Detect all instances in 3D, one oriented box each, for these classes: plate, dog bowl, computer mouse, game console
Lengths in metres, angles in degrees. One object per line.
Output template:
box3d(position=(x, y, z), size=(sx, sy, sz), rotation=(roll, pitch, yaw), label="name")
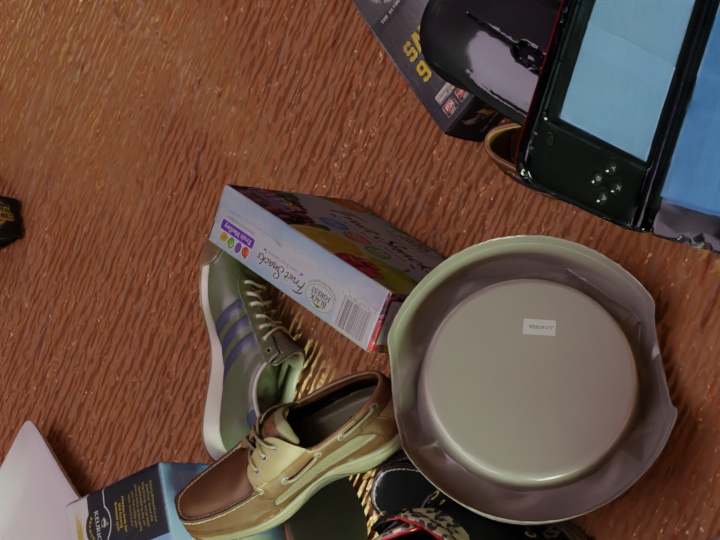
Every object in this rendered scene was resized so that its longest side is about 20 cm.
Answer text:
box3d(position=(-0.305, 0.279, 1.586), size=(0.200, 0.032, 0.200), rotation=(47, 117, 37), label="plate")
box3d(position=(0.114, 0.079, 1.126), size=(0.198, 0.059, 0.202), rotation=(-1, 66, 3), label="dog bowl")
box3d(position=(0.109, -0.161, 1.158), size=(0.200, 0.053, 0.139), rotation=(33, 91, 41), label="computer mouse")
box3d(position=(0.214, -0.122, 1.045), size=(0.118, 0.172, 0.201), rotation=(13, 85, 53), label="game console")

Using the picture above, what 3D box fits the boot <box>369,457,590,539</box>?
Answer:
box3d(position=(0.048, 0.179, 1.175), size=(0.203, 0.153, 0.074), rotation=(20, 98, 43), label="boot")

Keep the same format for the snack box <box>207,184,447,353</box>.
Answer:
box3d(position=(0.000, 0.000, 1.256), size=(0.200, 0.142, 0.053), rotation=(34, 108, 41), label="snack box")

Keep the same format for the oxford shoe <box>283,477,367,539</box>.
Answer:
box3d(position=(-0.031, 0.236, 1.306), size=(0.071, 0.071, 0.201), rotation=(-52, 45, 48), label="oxford shoe")

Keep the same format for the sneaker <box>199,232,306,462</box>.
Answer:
box3d(position=(-0.081, 0.060, 1.386), size=(0.089, 0.067, 0.202), rotation=(-6, 80, 35), label="sneaker")

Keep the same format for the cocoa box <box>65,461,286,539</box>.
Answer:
box3d(position=(-0.139, 0.269, 1.356), size=(0.131, 0.133, 0.201), rotation=(-28, 65, 37), label="cocoa box")

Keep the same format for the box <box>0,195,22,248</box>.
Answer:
box3d(position=(-0.479, -0.033, 1.684), size=(0.198, 0.199, 0.050), rotation=(-24, 68, 40), label="box")

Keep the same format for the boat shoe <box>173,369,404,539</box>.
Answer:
box3d(position=(-0.055, 0.133, 1.277), size=(0.199, 0.074, 0.076), rotation=(-29, 44, 0), label="boat shoe")

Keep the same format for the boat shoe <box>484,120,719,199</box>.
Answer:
box3d(position=(0.170, -0.073, 1.155), size=(0.199, 0.067, 0.073), rotation=(12, 92, 44), label="boat shoe")

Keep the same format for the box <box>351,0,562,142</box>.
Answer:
box3d(position=(0.098, -0.224, 1.260), size=(0.200, 0.048, 0.159), rotation=(-49, 55, 26), label="box")

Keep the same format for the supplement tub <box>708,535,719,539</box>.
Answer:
box3d(position=(0.225, 0.230, 1.014), size=(0.199, 0.131, 0.133), rotation=(-31, 64, 36), label="supplement tub")
